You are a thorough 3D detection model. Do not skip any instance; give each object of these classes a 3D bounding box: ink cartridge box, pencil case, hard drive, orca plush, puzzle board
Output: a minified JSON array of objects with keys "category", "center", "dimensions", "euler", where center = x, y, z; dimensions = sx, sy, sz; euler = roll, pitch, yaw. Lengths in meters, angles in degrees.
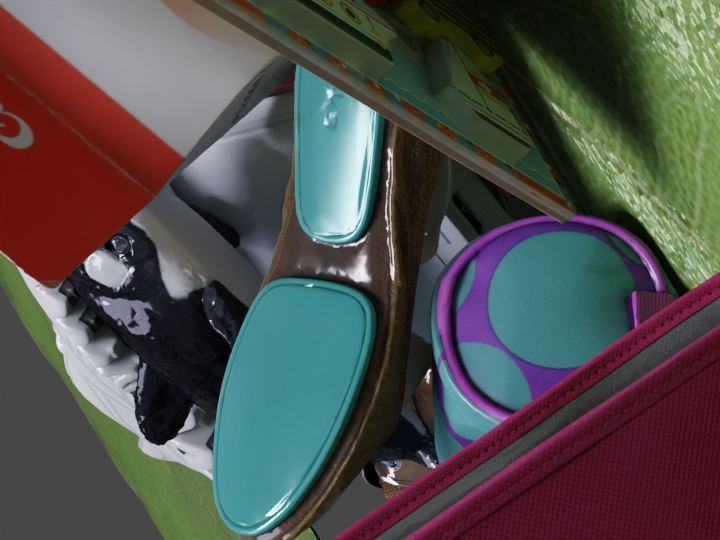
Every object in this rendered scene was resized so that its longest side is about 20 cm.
[{"category":"ink cartridge box","center":[-0.109,-0.105,1.014],"dimensions":[0.162,0.200,0.050],"euler":[40,133,4]},{"category":"pencil case","center":[0.075,0.063,1.031],"dimensions":[0.092,0.085,0.200],"euler":[10,153,11]},{"category":"hard drive","center":[-0.028,-0.010,1.112],"dimensions":[0.199,0.027,0.132],"euler":[-10,130,45]},{"category":"orca plush","center":[-0.056,0.035,1.069],"dimensions":[0.200,0.071,0.105],"euler":[36,-164,-45]},{"category":"puzzle board","center":[-0.015,-0.103,0.881],"dimensions":[0.200,0.017,0.151],"euler":[27,-153,-47]}]

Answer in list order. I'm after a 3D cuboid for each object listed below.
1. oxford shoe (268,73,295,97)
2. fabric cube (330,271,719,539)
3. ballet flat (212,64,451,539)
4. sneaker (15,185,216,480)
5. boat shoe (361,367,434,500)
[{"category":"oxford shoe","center":[-0.052,-0.096,1.221],"dimensions":[0.200,0.070,0.074],"euler":[118,140,-72]},{"category":"fabric cube","center":[0.116,0.111,0.745],"dimensions":[0.200,0.196,0.200],"euler":[56,167,1]},{"category":"ballet flat","center":[0.000,0.000,0.989],"dimensions":[0.068,0.201,0.072],"euler":[9,-179,38]},{"category":"sneaker","center":[-0.098,0.016,1.116],"dimensions":[0.081,0.075,0.200],"euler":[8,141,44]},{"category":"boat shoe","center":[0.035,0.067,1.184],"dimensions":[0.200,0.072,0.072],"euler":[52,168,2]}]
